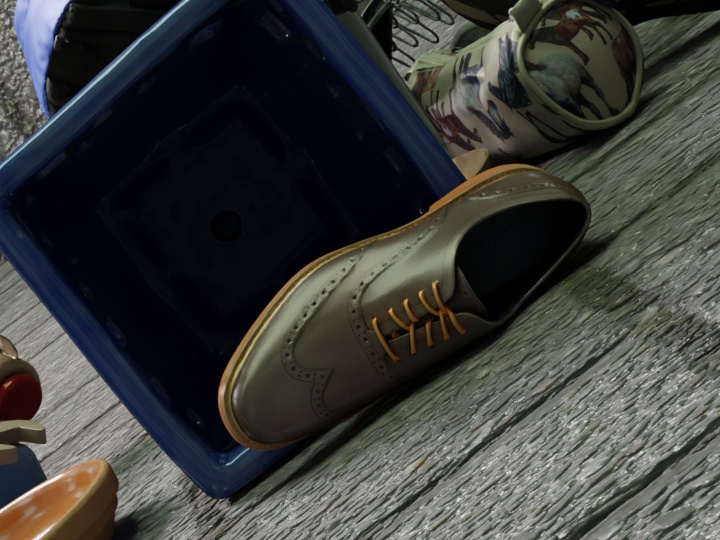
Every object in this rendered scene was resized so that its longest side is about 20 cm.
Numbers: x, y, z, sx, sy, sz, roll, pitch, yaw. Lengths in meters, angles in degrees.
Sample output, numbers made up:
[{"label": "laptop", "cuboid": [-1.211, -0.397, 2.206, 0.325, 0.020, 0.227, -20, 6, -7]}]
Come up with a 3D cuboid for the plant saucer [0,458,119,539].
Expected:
[{"label": "plant saucer", "cuboid": [-0.202, 0.173, 1.530, 0.200, 0.037, 0.200, -35, 9, 6]}]

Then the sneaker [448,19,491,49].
[{"label": "sneaker", "cuboid": [0.112, -0.152, 1.865, 0.118, 0.074, 0.200, -44, 5, -25]}]

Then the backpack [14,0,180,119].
[{"label": "backpack", "cuboid": [-0.121, -0.165, 1.875, 0.200, 0.168, 0.163, -6, -49, -22]}]

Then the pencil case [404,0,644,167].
[{"label": "pencil case", "cuboid": [0.089, -0.109, 1.704, 0.078, 0.090, 0.200, -37, 7, -21]}]

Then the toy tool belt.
[{"label": "toy tool belt", "cuboid": [-0.234, 0.133, 1.702, 0.123, 0.125, 0.200, 21, 55, 43]}]

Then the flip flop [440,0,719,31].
[{"label": "flip flop", "cuboid": [0.142, -0.178, 1.714, 0.200, 0.058, 0.081, -10, -19, 18]}]

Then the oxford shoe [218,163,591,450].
[{"label": "oxford shoe", "cuboid": [0.020, 0.015, 1.370, 0.200, 0.071, 0.073, -38, 13, -9]}]

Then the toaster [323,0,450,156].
[{"label": "toaster", "cuboid": [-0.038, -0.066, 1.666, 0.200, 0.129, 0.114, -33, 9, 27]}]

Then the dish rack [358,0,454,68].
[{"label": "dish rack", "cuboid": [0.038, -0.186, 1.792, 0.200, 0.054, 0.153, -52, -15, -21]}]

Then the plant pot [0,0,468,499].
[{"label": "plant pot", "cuboid": [-0.066, -0.026, 1.495, 0.200, 0.200, 0.180, -40, 6, -3]}]

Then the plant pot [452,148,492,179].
[{"label": "plant pot", "cuboid": [0.000, 0.000, 1.686, 0.200, 0.028, 0.200, -35, 9, 6]}]
